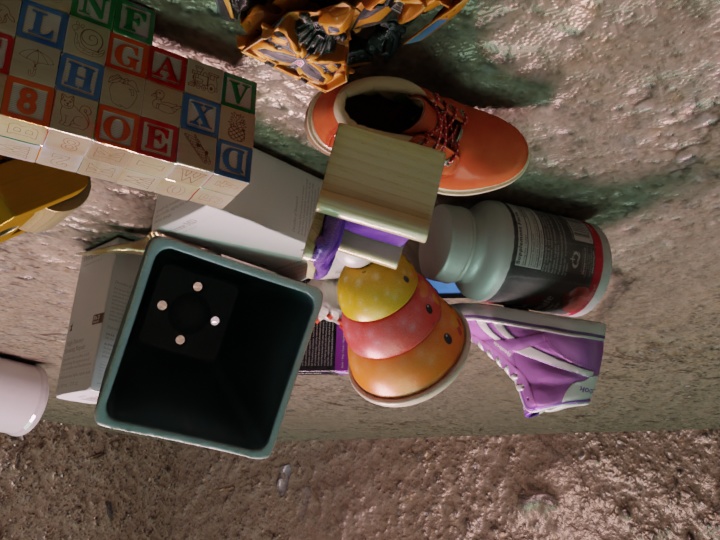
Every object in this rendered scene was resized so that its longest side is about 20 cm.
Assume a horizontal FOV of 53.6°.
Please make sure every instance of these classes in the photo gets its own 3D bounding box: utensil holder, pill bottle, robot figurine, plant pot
[{"bbox_3d":[-0.852,0.277,1.634,0.167,0.173,0.199,-10,154,30],"label":"utensil holder"},{"bbox_3d":[0.169,-0.016,0.796,0.196,0.113,0.111,10,159,-20],"label":"pill bottle"},{"bbox_3d":[-0.007,-0.179,0.443,0.143,0.059,0.199,17,155,-33],"label":"robot figurine"},{"bbox_3d":[-0.185,0.070,0.828,0.193,0.200,0.200,19,-177,-23],"label":"plant pot"}]

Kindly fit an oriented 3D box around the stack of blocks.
[{"bbox_3d":[-0.177,-0.129,0.514,0.197,0.117,0.058,13,158,-30],"label":"stack of blocks"}]

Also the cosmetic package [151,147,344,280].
[{"bbox_3d":[-0.103,-0.059,0.748,0.198,0.083,0.112,18,157,-39],"label":"cosmetic package"}]

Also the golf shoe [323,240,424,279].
[{"bbox_3d":[0.000,0.000,0.880,0.198,0.099,0.078,-14,157,41],"label":"golf shoe"}]

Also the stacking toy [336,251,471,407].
[{"bbox_3d":[0.022,0.029,0.736,0.144,0.147,0.202,-8,131,26],"label":"stacking toy"}]

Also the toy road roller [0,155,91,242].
[{"bbox_3d":[-0.377,-0.093,0.675,0.122,0.148,0.199,-19,-171,44],"label":"toy road roller"}]

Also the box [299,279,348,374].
[{"bbox_3d":[-0.094,0.078,1.035,0.196,0.146,0.036,-1,162,12],"label":"box"}]

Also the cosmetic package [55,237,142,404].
[{"bbox_3d":[-0.335,0.069,0.947,0.101,0.204,0.073,-15,154,39],"label":"cosmetic package"}]

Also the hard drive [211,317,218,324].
[{"bbox_3d":[-0.168,0.076,1.195,0.196,0.039,0.140,10,158,-17],"label":"hard drive"}]

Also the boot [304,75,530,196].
[{"bbox_3d":[0.059,-0.107,0.570,0.196,0.077,0.107,8,180,-15],"label":"boot"}]

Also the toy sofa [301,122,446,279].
[{"bbox_3d":[0.006,-0.036,0.574,0.081,0.099,0.200,15,174,-2],"label":"toy sofa"}]

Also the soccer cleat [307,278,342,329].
[{"bbox_3d":[-0.016,0.043,0.939,0.199,0.078,0.069,19,155,51],"label":"soccer cleat"}]

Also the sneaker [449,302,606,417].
[{"bbox_3d":[0.166,0.099,0.790,0.072,0.117,0.198,8,-179,-45],"label":"sneaker"}]

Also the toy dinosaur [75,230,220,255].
[{"bbox_3d":[-0.254,-0.026,0.926,0.196,0.059,0.102,-4,145,-4],"label":"toy dinosaur"}]

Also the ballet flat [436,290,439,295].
[{"bbox_3d":[0.072,0.060,0.897,0.066,0.065,0.200,-20,-173,10],"label":"ballet flat"}]

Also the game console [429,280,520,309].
[{"bbox_3d":[0.153,0.045,0.970,0.116,0.178,0.200,-34,150,12],"label":"game console"}]
